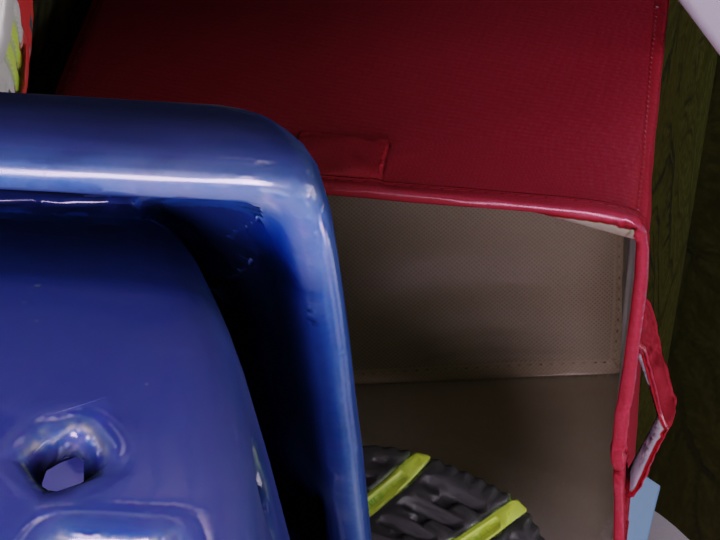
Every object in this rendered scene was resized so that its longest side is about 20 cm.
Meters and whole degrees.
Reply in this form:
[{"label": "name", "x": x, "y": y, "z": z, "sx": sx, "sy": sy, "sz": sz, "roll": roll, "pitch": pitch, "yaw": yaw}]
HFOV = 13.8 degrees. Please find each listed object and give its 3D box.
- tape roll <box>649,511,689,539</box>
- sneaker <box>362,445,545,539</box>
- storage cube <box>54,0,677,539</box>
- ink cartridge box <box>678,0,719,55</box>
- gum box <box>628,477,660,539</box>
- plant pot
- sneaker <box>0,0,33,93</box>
[{"label": "tape roll", "x": 0.068, "y": 0.209, "z": 1.360, "sx": 0.139, "sy": 0.202, "sz": 0.204, "roll": -63, "pitch": 159, "yaw": -56}, {"label": "sneaker", "x": -0.047, "y": 0.069, "z": 0.806, "sx": 0.076, "sy": 0.199, "sz": 0.076, "roll": -38, "pitch": -153, "yaw": 51}, {"label": "storage cube", "x": 0.000, "y": 0.000, "z": 0.912, "sx": 0.180, "sy": 0.199, "sz": 0.172, "roll": -75, "pitch": 168, "yaw": -56}, {"label": "ink cartridge box", "x": 0.075, "y": -0.173, "z": 0.860, "sx": 0.200, "sy": 0.085, "sz": 0.144, "roll": 58, "pitch": 10, "yaw": 30}, {"label": "gum box", "x": 0.013, "y": 0.101, "z": 1.093, "sx": 0.044, "sy": 0.200, "sz": 0.170, "roll": -28, "pitch": -147, "yaw": 45}, {"label": "plant pot", "x": -0.093, "y": 0.077, "z": 0.529, "sx": 0.200, "sy": 0.199, "sz": 0.180, "roll": 83, "pitch": 13, "yaw": -53}, {"label": "sneaker", "x": -0.102, "y": -0.035, "z": 0.683, "sx": 0.085, "sy": 0.077, "sz": 0.201, "roll": 26, "pitch": 74, "yaw": -83}]
